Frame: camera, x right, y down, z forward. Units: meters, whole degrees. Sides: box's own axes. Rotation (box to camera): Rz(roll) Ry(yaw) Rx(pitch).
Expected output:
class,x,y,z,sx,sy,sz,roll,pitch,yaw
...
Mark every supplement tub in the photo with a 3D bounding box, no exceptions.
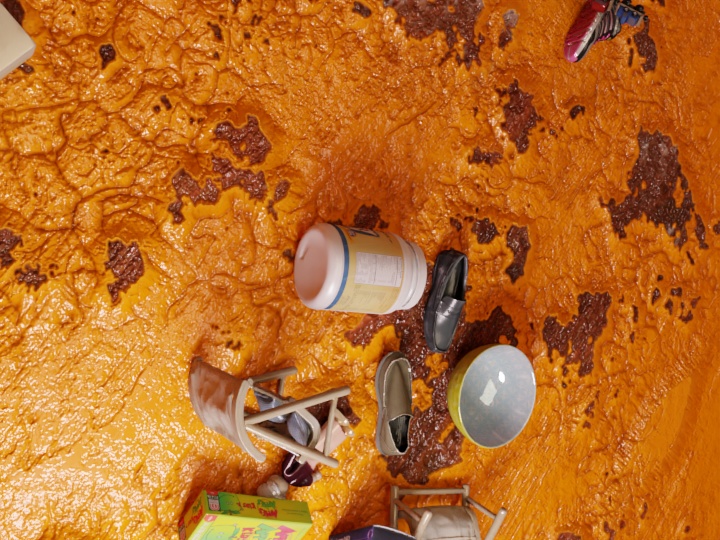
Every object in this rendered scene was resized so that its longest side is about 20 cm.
class,x,y,z,sx,sy,sz,roll,pitch,yaw
supplement tub,0.000,0.000,1.397,0.199,0.144,0.146,6,92,-33

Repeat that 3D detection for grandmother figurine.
class,x,y,z,sx,sy,sz,roll,pitch,yaw
grandmother figurine,-0.099,0.337,1.423,0.200,0.060,0.122,-40,127,-20

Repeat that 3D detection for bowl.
class,x,y,z,sx,sy,sz,roll,pitch,yaw
bowl,0.237,0.237,1.591,0.199,0.107,0.202,-4,97,-32

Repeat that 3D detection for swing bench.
class,x,y,z,sx,sy,sz,roll,pitch,yaw
swing bench,0.149,0.529,1.550,0.198,0.129,0.202,9,95,-33
swing bench,-0.155,0.223,1.290,0.199,0.198,0.131,9,90,-32

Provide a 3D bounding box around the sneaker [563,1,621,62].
class,x,y,z,sx,sy,sz,roll,pitch,yaw
sneaker,0.499,-0.503,1.697,0.087,0.074,0.201,39,70,-22

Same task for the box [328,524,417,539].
class,x,y,z,sx,sy,sz,roll,pitch,yaw
box,0.010,0.565,1.418,0.104,0.148,0.201,25,53,-26

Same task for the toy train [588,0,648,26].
class,x,y,z,sx,sy,sz,roll,pitch,yaw
toy train,0.489,-0.549,1.643,0.199,0.034,0.046,32,71,14

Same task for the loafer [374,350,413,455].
class,x,y,z,sx,sy,sz,roll,pitch,yaw
loafer,0.073,0.252,1.512,0.075,0.069,0.202,-4,97,-31

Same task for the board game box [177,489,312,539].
class,x,y,z,sx,sy,sz,roll,pitch,yaw
board game box,-0.191,0.425,1.350,0.199,0.048,0.102,17,122,-32

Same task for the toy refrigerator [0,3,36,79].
class,x,y,z,sx,sy,sz,roll,pitch,yaw
toy refrigerator,-0.539,-0.264,1.078,0.200,0.070,0.076,-47,110,-20

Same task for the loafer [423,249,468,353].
class,x,y,z,sx,sy,sz,roll,pitch,yaw
loafer,0.167,0.061,1.551,0.068,0.070,0.203,8,91,-32
